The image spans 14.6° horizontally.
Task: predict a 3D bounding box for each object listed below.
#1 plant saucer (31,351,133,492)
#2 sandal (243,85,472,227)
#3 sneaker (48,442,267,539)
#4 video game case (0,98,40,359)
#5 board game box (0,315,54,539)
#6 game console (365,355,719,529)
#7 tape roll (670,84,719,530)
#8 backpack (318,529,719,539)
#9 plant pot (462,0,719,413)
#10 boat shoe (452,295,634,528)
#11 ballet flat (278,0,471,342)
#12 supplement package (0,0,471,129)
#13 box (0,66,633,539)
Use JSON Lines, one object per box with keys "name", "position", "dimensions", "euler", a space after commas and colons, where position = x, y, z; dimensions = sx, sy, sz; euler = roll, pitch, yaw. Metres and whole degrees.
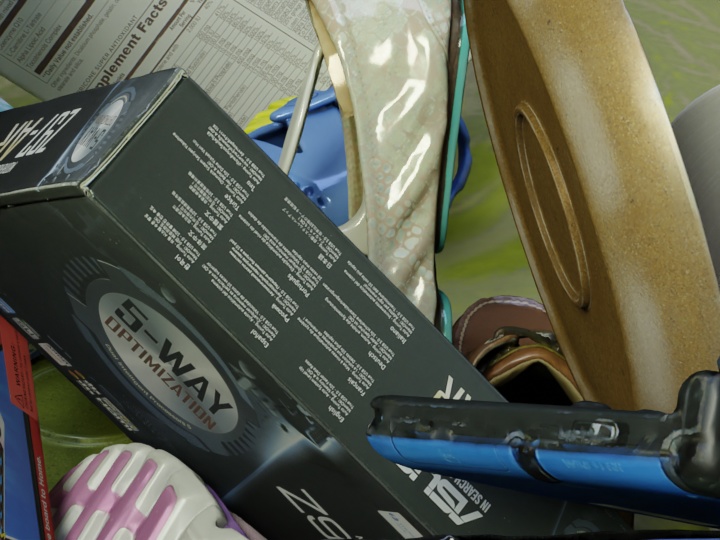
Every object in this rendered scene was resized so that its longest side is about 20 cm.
{"name": "plant saucer", "position": [-0.094, 0.056, 0.970], "dimensions": [0.199, 0.031, 0.200], "euler": [2, 28, -1]}
{"name": "sandal", "position": [-0.028, -0.022, 0.982], "dimensions": [0.087, 0.080, 0.200], "euler": [-17, 16, 37]}
{"name": "sneaker", "position": [-0.029, 0.116, 0.822], "dimensions": [0.200, 0.088, 0.081], "euler": [19, 73, 46]}
{"name": "video game case", "position": [-0.202, -0.020, 0.970], "dimensions": [0.181, 0.046, 0.200], "euler": [39, 41, 21]}
{"name": "board game box", "position": [-0.117, 0.082, 0.775], "dimensions": [0.019, 0.103, 0.201], "euler": [-27, 54, 20]}
{"name": "game console", "position": [0.129, 0.008, 0.704], "dimensions": [0.170, 0.119, 0.199], "euler": [2, -10, 45]}
{"name": "tape roll", "position": [0.161, 0.030, 0.863], "dimensions": [0.037, 0.204, 0.203], "euler": [-22, 37, -33]}
{"name": "backpack", "position": [0.062, 0.154, 0.656], "dimensions": [0.199, 0.183, 0.147], "euler": [-5, 52, -16]}
{"name": "plant pot", "position": [0.068, -0.023, 0.848], "dimensions": [0.027, 0.201, 0.200], "euler": [-17, 31, -5]}
{"name": "boat shoe", "position": [0.064, 0.052, 0.951], "dimensions": [0.072, 0.068, 0.200], "euler": [0, 28, -5]}
{"name": "ballet flat", "position": [0.000, 0.000, 0.930], "dimensions": [0.062, 0.201, 0.067], "euler": [2, 1, -9]}
{"name": "supplement package", "position": [-0.062, -0.139, 1.121], "dimensions": [0.200, 0.151, 0.152], "euler": [32, 21, -20]}
{"name": "box", "position": [-0.026, 0.032, 0.805], "dimensions": [0.044, 0.200, 0.160], "euler": [-50, 19, -18]}
